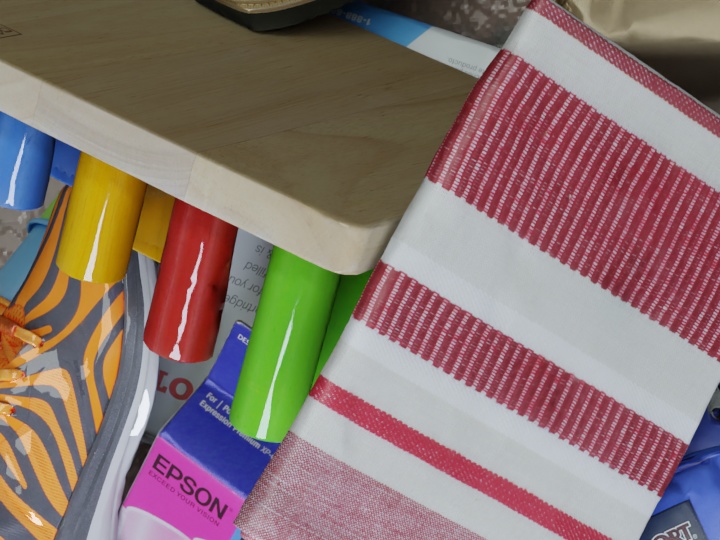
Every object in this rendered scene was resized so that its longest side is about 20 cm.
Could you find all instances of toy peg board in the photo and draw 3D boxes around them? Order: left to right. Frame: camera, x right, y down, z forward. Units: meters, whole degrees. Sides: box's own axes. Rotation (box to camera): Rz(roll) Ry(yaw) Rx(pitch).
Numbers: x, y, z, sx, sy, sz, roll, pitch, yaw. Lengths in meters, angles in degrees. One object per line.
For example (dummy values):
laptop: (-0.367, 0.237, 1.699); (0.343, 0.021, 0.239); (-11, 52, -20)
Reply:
toy peg board: (-0.041, -0.026, 0.963); (0.199, 0.200, 0.098); (25, 112, 25)

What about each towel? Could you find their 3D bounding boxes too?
towel: (0.058, 0.027, 0.871); (0.201, 0.144, 0.023); (-61, 32, -2)

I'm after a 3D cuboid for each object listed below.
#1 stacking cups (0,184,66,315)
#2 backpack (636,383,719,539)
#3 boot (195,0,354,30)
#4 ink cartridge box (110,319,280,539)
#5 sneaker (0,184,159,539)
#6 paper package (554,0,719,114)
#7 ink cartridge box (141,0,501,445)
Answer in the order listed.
stacking cups: (-0.127, 0.011, 1.091); (0.060, 0.061, 0.200); (28, 67, 17)
backpack: (0.126, 0.115, 0.985); (0.162, 0.168, 0.201); (-26, 74, 3)
boot: (0.002, -0.199, 1.003); (0.077, 0.139, 0.200); (27, 58, 28)
ink cartridge box: (-0.055, 0.122, 1.037); (0.095, 0.037, 0.200); (35, 123, 10)
sneaker: (-0.146, 0.056, 1.011); (0.112, 0.077, 0.201); (8, 93, -27)
paper package: (0.183, -0.109, 0.996); (0.190, 0.200, 0.104); (1, 79, 15)
ink cartridge box: (0.000, 0.000, 1.081); (0.144, 0.085, 0.201); (20, 84, 18)
